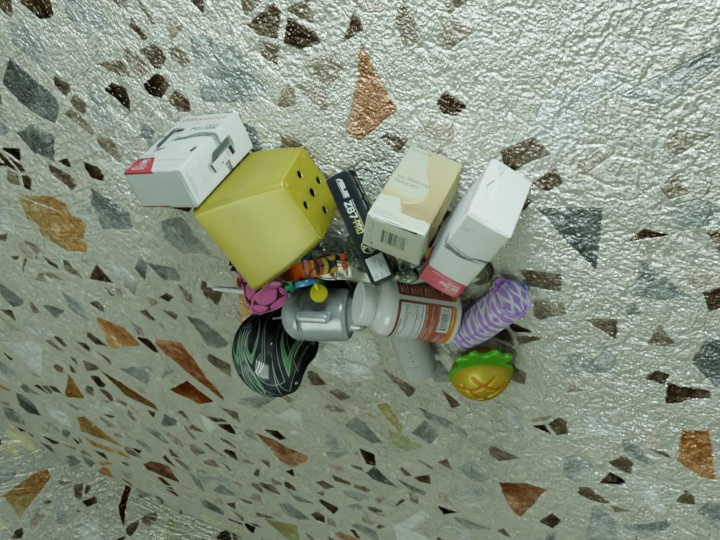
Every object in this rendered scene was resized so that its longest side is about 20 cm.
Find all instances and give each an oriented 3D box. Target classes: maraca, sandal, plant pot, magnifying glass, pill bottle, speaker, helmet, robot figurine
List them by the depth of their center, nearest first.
[{"bbox_3d":[0.158,-0.026,1.457,0.200,0.055,0.082,36,142,-7],"label":"sandal"},{"bbox_3d":[-0.158,-0.117,1.461,0.176,0.200,0.200,-19,120,29],"label":"plant pot"},{"bbox_3d":[0.089,0.077,1.516,0.199,0.113,0.112,9,145,-15],"label":"pill bottle"},{"bbox_3d":[0.251,0.207,1.601,0.136,0.107,0.200,-6,151,1],"label":"maraca"},{"bbox_3d":[-0.083,0.095,1.656,0.199,0.114,0.170,-1,177,11],"label":"robot figurine"},{"bbox_3d":[0.105,0.149,1.666,0.081,0.081,0.201,4,136,29],"label":"speaker"},{"bbox_3d":[-0.171,0.027,1.684,0.199,0.022,0.080,2,150,9],"label":"magnifying glass"},{"bbox_3d":[-0.210,0.196,1.833,0.199,0.191,0.201,18,140,16],"label":"helmet"}]

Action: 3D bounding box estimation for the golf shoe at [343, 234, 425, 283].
[{"bbox_3d":[0.054,-0.016,1.522,0.200,0.079,0.097,27,-175,37],"label":"golf shoe"}]

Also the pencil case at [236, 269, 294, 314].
[{"bbox_3d":[-0.211,-0.009,1.593,0.090,0.200,0.094,-8,138,-25],"label":"pencil case"}]

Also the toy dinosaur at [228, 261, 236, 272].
[{"bbox_3d":[-0.237,0.005,1.735,0.102,0.077,0.200,32,140,9],"label":"toy dinosaur"}]

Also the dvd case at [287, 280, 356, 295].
[{"bbox_3d":[-0.078,0.056,1.734,0.199,0.016,0.149,1,133,33],"label":"dvd case"}]

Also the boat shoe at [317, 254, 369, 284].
[{"bbox_3d":[0.000,0.000,1.601,0.199,0.057,0.067,12,111,17],"label":"boat shoe"}]

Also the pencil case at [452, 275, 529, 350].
[{"bbox_3d":[0.244,0.087,1.503,0.085,0.084,0.200,44,142,2],"label":"pencil case"}]

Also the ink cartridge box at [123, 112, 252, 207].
[{"bbox_3d":[-0.319,-0.209,1.448,0.146,0.200,0.083,2,131,31],"label":"ink cartridge box"}]

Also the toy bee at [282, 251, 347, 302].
[{"bbox_3d":[-0.084,0.001,1.539,0.200,0.108,0.132,-142,43,-60],"label":"toy bee"}]

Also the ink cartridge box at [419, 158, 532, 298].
[{"bbox_3d":[0.193,-0.068,1.311,0.083,0.147,0.200,31,143,-3],"label":"ink cartridge box"}]

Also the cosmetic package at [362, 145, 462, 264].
[{"bbox_3d":[0.090,-0.113,1.286,0.105,0.200,0.071,21,138,10],"label":"cosmetic package"}]

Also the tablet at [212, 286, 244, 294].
[{"bbox_3d":[-0.242,0.047,1.714,0.129,0.014,0.200,6,177,5],"label":"tablet"}]

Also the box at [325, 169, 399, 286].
[{"bbox_3d":[0.006,-0.078,1.365,0.049,0.161,0.201,-24,93,5],"label":"box"}]
